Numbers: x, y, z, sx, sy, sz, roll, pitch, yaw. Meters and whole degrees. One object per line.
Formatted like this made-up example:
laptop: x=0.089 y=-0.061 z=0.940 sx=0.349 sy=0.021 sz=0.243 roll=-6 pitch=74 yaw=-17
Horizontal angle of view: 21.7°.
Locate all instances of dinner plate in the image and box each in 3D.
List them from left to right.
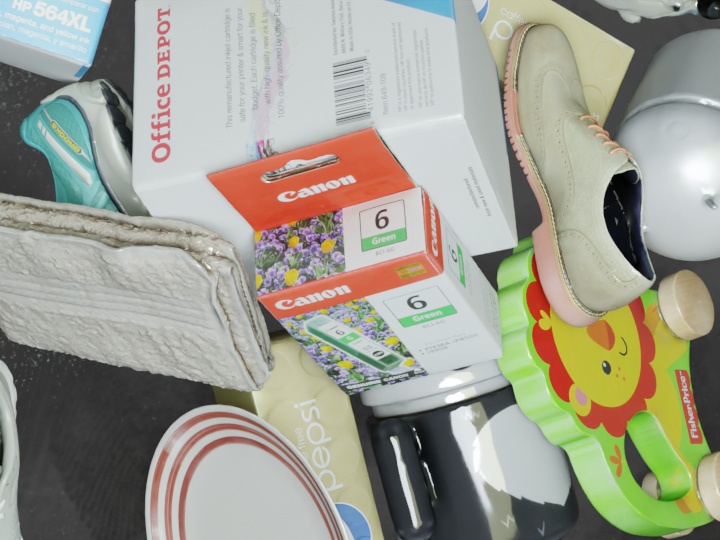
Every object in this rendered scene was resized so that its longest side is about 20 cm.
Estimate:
dinner plate: x=-0.065 y=0.180 z=1.176 sx=0.024 sy=0.199 sz=0.202 roll=-17 pitch=94 yaw=-44

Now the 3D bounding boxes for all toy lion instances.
toy lion: x=0.162 y=0.073 z=1.221 sx=0.191 sy=0.068 sz=0.201 roll=5 pitch=69 yaw=-46

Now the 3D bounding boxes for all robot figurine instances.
robot figurine: x=0.073 y=0.122 z=1.229 sx=0.124 sy=0.150 sz=0.201 roll=-16 pitch=92 yaw=-1
robot figurine: x=0.228 y=-0.084 z=1.245 sx=0.113 sy=0.170 sz=0.200 roll=41 pitch=42 yaw=-8

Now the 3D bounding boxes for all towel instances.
towel: x=-0.152 y=0.014 z=1.139 sx=0.199 sy=0.133 sz=0.035 roll=9 pitch=53 yaw=22

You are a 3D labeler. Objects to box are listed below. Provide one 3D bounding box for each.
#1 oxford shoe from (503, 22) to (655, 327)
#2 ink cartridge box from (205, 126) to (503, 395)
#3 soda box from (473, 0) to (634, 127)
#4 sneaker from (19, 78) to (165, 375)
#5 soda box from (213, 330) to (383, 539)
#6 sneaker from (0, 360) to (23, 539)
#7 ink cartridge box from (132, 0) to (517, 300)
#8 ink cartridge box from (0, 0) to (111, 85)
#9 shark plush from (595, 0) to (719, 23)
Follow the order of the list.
oxford shoe: x=0.144 y=-0.069 z=1.181 sx=0.071 sy=0.074 sz=0.201 roll=3 pitch=70 yaw=-46
ink cartridge box: x=0.000 y=0.000 z=1.099 sx=0.108 sy=0.200 sz=0.051 roll=-15 pitch=57 yaw=18
soda box: x=0.079 y=-0.160 z=1.252 sx=0.199 sy=0.064 sz=0.068 roll=27 pitch=79 yaw=-18
sneaker: x=-0.155 y=-0.024 z=1.216 sx=0.079 sy=0.078 sz=0.201 roll=-20 pitch=98 yaw=15
soda box: x=-0.037 y=0.141 z=1.221 sx=0.067 sy=0.064 sz=0.201 roll=-15 pitch=94 yaw=-27
sneaker: x=-0.244 y=0.150 z=1.172 sx=0.075 sy=0.092 sz=0.202 roll=-5 pitch=92 yaw=-14
ink cartridge box: x=-0.022 y=-0.090 z=1.140 sx=0.199 sy=0.146 sz=0.148 roll=-11 pitch=57 yaw=13
ink cartridge box: x=-0.202 y=-0.234 z=1.166 sx=0.124 sy=0.128 sz=0.201 roll=18 pitch=86 yaw=-13
shark plush: x=0.193 y=-0.218 z=1.255 sx=0.199 sy=0.091 sz=0.083 roll=23 pitch=56 yaw=26
